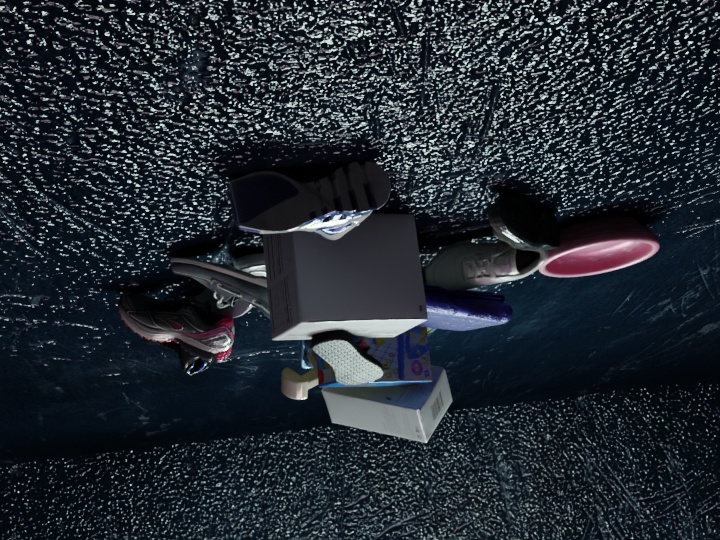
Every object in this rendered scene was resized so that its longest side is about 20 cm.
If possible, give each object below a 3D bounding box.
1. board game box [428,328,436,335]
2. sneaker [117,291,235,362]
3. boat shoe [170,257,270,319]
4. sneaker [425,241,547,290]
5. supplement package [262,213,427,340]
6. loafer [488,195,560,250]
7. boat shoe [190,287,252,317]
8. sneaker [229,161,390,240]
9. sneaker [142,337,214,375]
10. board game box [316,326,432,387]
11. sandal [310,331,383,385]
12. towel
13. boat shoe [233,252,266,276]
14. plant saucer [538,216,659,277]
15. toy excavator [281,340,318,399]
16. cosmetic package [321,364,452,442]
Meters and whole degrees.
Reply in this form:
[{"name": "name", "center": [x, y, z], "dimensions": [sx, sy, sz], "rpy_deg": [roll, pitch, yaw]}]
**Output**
[{"name": "board game box", "center": [0.084, 0.121, 1.901], "dimensions": [0.134, 0.028, 0.200], "rpy_deg": [-23, 165, -42]}, {"name": "sneaker", "center": [-0.292, 0.073, 1.691], "dimensions": [0.197, 0.081, 0.076], "rpy_deg": [19, 121, 3]}, {"name": "boat shoe", "center": [-0.190, 0.028, 1.539], "dimensions": [0.197, 0.063, 0.073], "rpy_deg": [16, -178, 7]}, {"name": "sneaker", "center": [0.197, -0.015, 1.649], "dimensions": [0.196, 0.076, 0.100], "rpy_deg": [-13, -178, -1]}, {"name": "supplement package", "center": [-0.023, 0.008, 1.490], "dimensions": [0.197, 0.159, 0.111], "rpy_deg": [0, 164, -28]}, {"name": "loafer", "center": [0.225, -0.060, 1.539], "dimensions": [0.071, 0.074, 0.199], "rpy_deg": [-11, 164, 29]}, {"name": "boat shoe", "center": [-0.223, 0.048, 1.727], "dimensions": [0.199, 0.070, 0.056], "rpy_deg": [-22, 179, 44]}, {"name": "sneaker", "center": [-0.063, -0.073, 1.322], "dimensions": [0.196, 0.082, 0.115], "rpy_deg": [-7, 163, -8]}, {"name": "sneaker", "center": [-0.325, 0.135, 1.879], "dimensions": [0.072, 0.114, 0.198], "rpy_deg": [9, 157, -44]}, {"name": "board game box", "center": [0.018, 0.086, 1.707], "dimensions": [0.198, 0.200, 0.056], "rpy_deg": [3, 166, -38]}, {"name": "sandal", "center": [-0.018, 0.119, 1.539], "dimensions": [0.074, 0.046, 0.200], "rpy_deg": [-15, 151, 12]}, {"name": "towel", "center": [0.126, 0.057, 1.668], "dimensions": [0.198, 0.051, 0.147], "rpy_deg": [10, 166, -37]}, {"name": "boat shoe", "center": [-0.129, 0.020, 1.650], "dimensions": [0.071, 0.067, 0.199], "rpy_deg": [-14, 164, 21]}, {"name": "plant saucer", "center": [0.385, -0.041, 1.726], "dimensions": [0.197, 0.052, 0.201], "rpy_deg": [-7, 164, -2]}, {"name": "toy excavator", "center": [-0.067, 0.152, 1.893], "dimensions": [0.191, 0.102, 0.200], "rpy_deg": [-5, -155, -19]}, {"name": "cosmetic package", "center": [0.046, 0.216, 1.824], "dimensions": [0.197, 0.113, 0.082], "rpy_deg": [7, 129, 30]}]
